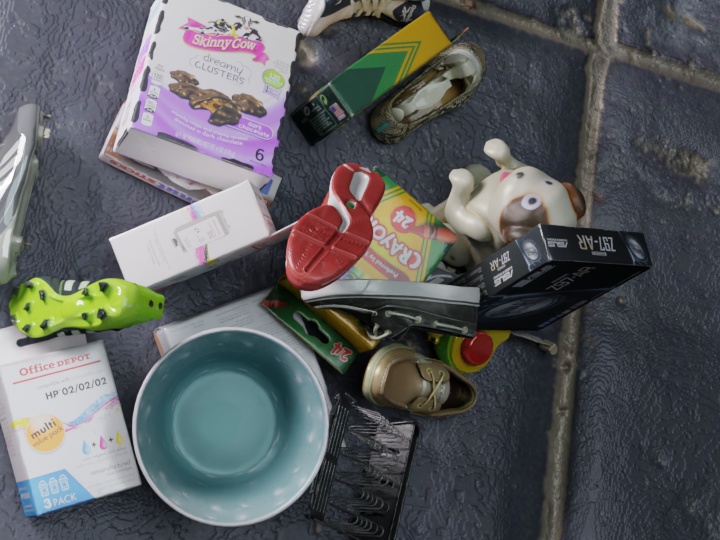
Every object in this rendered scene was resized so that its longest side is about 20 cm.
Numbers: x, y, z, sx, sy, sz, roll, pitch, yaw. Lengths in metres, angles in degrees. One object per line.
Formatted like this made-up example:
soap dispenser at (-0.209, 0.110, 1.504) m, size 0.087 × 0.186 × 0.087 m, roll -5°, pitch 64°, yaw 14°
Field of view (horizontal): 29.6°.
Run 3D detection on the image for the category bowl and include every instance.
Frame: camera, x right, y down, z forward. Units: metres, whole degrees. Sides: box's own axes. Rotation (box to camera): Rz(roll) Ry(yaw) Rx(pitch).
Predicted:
bowl at (-0.139, 0.161, 1.422) m, size 0.200 × 0.105 × 0.201 m, roll 1°, pitch 85°, yaw -11°

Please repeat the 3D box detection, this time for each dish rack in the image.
dish rack at (0.001, 0.220, 1.491) m, size 0.054 × 0.200 × 0.154 m, roll 7°, pitch 74°, yaw 21°

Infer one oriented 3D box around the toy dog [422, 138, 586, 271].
toy dog at (0.171, -0.054, 1.597) m, size 0.139 × 0.200 × 0.194 m, roll -26°, pitch 91°, yaw -25°

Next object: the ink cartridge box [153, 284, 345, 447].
ink cartridge box at (-0.122, 0.132, 1.524) m, size 0.162 × 0.050 × 0.200 m, roll -20°, pitch 93°, yaw -25°

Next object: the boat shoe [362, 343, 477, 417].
boat shoe at (0.072, 0.127, 1.535) m, size 0.200 × 0.066 × 0.074 m, roll 11°, pitch 95°, yaw -59°

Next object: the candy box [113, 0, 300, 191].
candy box at (-0.170, -0.203, 1.532) m, size 0.167 × 0.072 × 0.200 m, roll 18°, pitch 63°, yaw -19°

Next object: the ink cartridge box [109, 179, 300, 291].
ink cartridge box at (-0.156, -0.041, 1.459) m, size 0.200 × 0.116 × 0.068 m, roll -22°, pitch 89°, yaw 0°

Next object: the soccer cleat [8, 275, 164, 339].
soccer cleat at (-0.286, 0.041, 1.400) m, size 0.081 × 0.200 × 0.068 m, roll 14°, pitch 78°, yaw -48°

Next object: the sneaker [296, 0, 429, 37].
sneaker at (0.021, -0.327, 1.651) m, size 0.130 × 0.079 × 0.199 m, roll 39°, pitch 57°, yaw -3°

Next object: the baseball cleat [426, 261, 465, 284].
baseball cleat at (0.043, 0.023, 1.609) m, size 0.200 × 0.070 × 0.107 m, roll 21°, pitch 82°, yaw -11°

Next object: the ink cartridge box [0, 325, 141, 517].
ink cartridge box at (-0.315, 0.145, 1.422) m, size 0.115 × 0.068 × 0.200 m, roll -14°, pitch 85°, yaw -25°

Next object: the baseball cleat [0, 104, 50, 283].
baseball cleat at (-0.391, -0.088, 1.427) m, size 0.106 × 0.070 × 0.200 m, roll 10°, pitch 71°, yaw -12°

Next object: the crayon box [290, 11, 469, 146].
crayon box at (0.022, -0.234, 1.609) m, size 0.200 × 0.127 × 0.051 m, roll -39°, pitch 96°, yaw -26°

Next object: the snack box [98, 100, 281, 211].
snack box at (-0.192, -0.116, 1.549) m, size 0.200 × 0.024 × 0.072 m, roll 26°, pitch 68°, yaw -16°

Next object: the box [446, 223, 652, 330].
box at (0.201, 0.012, 1.530) m, size 0.160 × 0.200 × 0.044 m, roll 3°, pitch 65°, yaw -36°

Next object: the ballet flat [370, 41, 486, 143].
ballet flat at (0.098, -0.224, 1.667) m, size 0.200 × 0.075 × 0.068 m, roll -39°, pitch 95°, yaw -25°

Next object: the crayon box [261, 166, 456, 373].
crayon box at (0.000, 0.000, 1.526) m, size 0.127 × 0.051 × 0.200 m, roll 40°, pitch 73°, yaw -8°

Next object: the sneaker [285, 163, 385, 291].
sneaker at (-0.033, -0.015, 1.406) m, size 0.078 × 0.116 × 0.200 m, roll 27°, pitch 40°, yaw 6°

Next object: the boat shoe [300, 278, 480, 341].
boat shoe at (0.034, 0.043, 1.457) m, size 0.200 × 0.071 × 0.064 m, roll 4°, pitch 86°, yaw -13°

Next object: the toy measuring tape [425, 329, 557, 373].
toy measuring tape at (0.153, 0.096, 1.639) m, size 0.200 × 0.074 × 0.074 m, roll 18°, pitch 73°, yaw -36°
